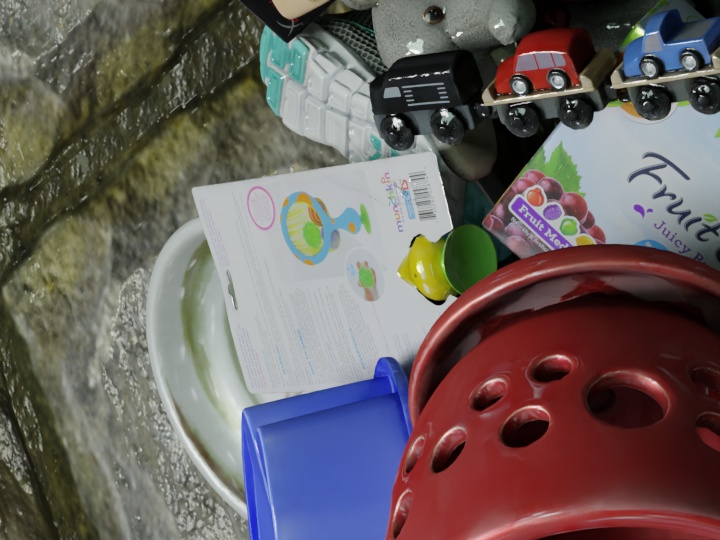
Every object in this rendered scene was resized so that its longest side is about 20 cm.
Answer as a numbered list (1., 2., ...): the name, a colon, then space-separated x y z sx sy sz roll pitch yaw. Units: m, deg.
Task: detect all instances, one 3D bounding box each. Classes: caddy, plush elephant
1. caddy: 0.004 0.144 1.404 0.141 0.105 0.201 -143 47 -80
2. plush elephant: 0.069 -0.141 1.386 0.165 0.155 0.200 47 150 -16

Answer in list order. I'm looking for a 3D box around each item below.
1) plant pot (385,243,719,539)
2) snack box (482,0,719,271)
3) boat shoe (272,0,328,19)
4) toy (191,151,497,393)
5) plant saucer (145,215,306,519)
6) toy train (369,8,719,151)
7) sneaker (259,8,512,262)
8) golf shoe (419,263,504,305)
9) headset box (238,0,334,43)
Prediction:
1. plant pot: 0.106 0.105 1.264 0.201 0.200 0.183 -54 25 36
2. snack box: 0.175 -0.010 1.341 0.200 0.053 0.142 41 126 5
3. boat shoe: 0.043 -0.175 1.303 0.199 0.071 0.065 -20 107 15
4. toy: 0.000 0.000 1.465 0.200 0.047 0.116 -5 102 54
5. plant saucer: -0.036 0.055 1.601 0.200 0.050 0.201 23 125 37
6. toy train: 0.089 -0.088 1.298 0.199 0.034 0.046 -5 116 34
7. sneaker: 0.033 -0.081 1.495 0.200 0.091 0.078 47 147 34
8. golf shoe: 0.071 0.039 1.504 0.200 0.077 0.088 51 150 28
9. headset box: -0.011 -0.227 1.434 0.200 0.149 0.075 -42 63 5
